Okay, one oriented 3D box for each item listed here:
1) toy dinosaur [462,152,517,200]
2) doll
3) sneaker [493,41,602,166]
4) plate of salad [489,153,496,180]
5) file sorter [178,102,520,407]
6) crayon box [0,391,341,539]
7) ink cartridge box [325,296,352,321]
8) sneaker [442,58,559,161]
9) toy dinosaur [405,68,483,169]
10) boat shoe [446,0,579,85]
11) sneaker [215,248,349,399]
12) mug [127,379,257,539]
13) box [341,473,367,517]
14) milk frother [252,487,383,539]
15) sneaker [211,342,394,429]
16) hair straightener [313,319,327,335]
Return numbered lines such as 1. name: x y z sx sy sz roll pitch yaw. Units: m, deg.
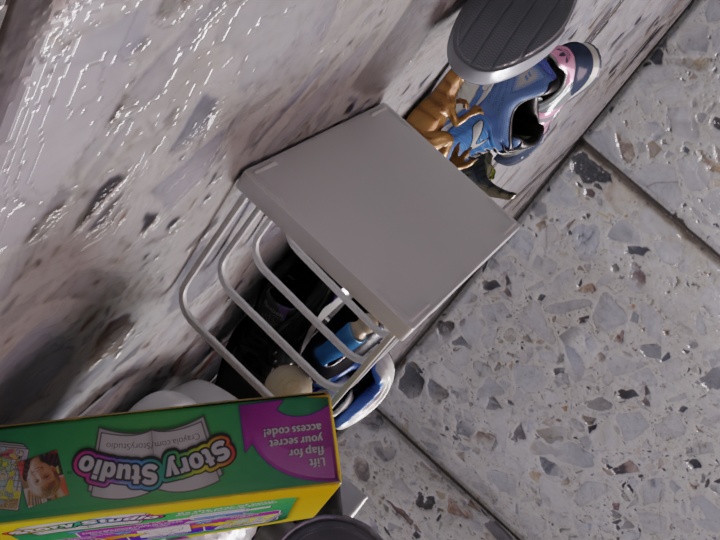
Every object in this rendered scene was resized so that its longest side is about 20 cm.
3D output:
1. toy dinosaur: 0.114 -0.096 1.107 0.088 0.047 0.200 -52 -160 23
2. doll: -0.004 0.047 0.889 0.200 0.048 0.136 -46 179 -22
3. sneaker: 0.208 -0.207 1.305 0.082 0.070 0.200 -10 147 -43
4. plate of salad: 0.124 -0.094 1.279 0.200 0.048 0.200 -45 174 -6
5. file sorter: -0.007 -0.008 0.732 0.125 0.139 0.200 -51 172 34
6. crayon box: -0.121 0.125 0.628 0.199 0.058 0.173 -5 161 -9
7. ink cartridge box: 0.000 0.000 1.075 0.200 0.067 0.116 -47 172 -6
8. sneaker: 0.120 -0.133 1.004 0.079 0.089 0.200 -42 172 -40
9. toy dinosaur: 0.045 -0.107 0.908 0.200 0.060 0.106 -54 148 0
10. boat shoe: 0.131 -0.200 0.803 0.200 0.072 0.062 -48 171 -27
11. sneaker: -0.075 0.044 0.899 0.200 0.076 0.088 -58 165 6
12. mug: -0.153 0.168 0.815 0.175 0.147 0.200 -53 155 -22
13. box: -0.126 0.259 1.149 0.171 0.199 0.200 -46 172 -21
14. milk frother: -0.096 0.253 0.935 0.200 0.181 0.188 -22 180 -16
15. sneaker: -0.064 0.117 0.987 0.200 0.081 0.146 -21 -174 -5
16. hair straightener: -0.075 0.112 1.295 0.200 0.041 0.077 -45 173 13
